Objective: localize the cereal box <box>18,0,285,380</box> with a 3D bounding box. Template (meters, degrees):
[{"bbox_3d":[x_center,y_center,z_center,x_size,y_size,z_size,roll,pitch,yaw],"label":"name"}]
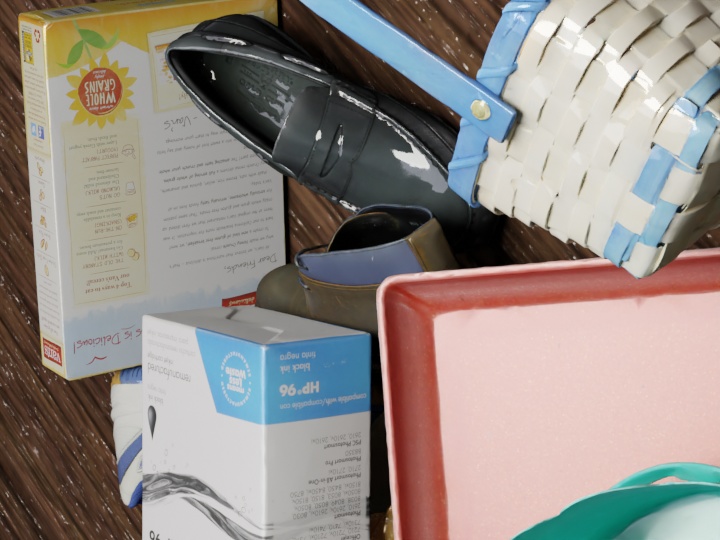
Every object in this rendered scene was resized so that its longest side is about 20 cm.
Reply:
[{"bbox_3d":[-0.111,-0.050,1.253,0.040,0.144,0.200,23,119,54],"label":"cereal box"}]

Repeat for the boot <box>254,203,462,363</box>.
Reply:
[{"bbox_3d":[0.000,0.000,1.158,0.200,0.075,0.097,15,137,50],"label":"boot"}]

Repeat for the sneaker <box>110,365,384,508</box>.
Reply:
[{"bbox_3d":[-0.052,0.096,1.239,0.200,0.075,0.088,-3,84,39],"label":"sneaker"}]

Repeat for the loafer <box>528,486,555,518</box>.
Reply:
[{"bbox_3d":[0.078,0.155,1.135,0.073,0.072,0.200,48,136,31],"label":"loafer"}]

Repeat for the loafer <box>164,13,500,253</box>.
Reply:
[{"bbox_3d":[-0.017,-0.067,1.168,0.200,0.070,0.068,35,119,24],"label":"loafer"}]

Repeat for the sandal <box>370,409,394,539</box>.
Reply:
[{"bbox_3d":[0.005,0.153,1.169,0.080,0.054,0.200,35,120,8],"label":"sandal"}]

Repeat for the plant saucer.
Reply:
[{"bbox_3d":[0.112,0.094,1.022,0.199,0.037,0.200,-5,89,21],"label":"plant saucer"}]

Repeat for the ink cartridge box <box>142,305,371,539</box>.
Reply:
[{"bbox_3d":[-0.054,0.125,1.142,0.116,0.068,0.200,11,103,53],"label":"ink cartridge box"}]

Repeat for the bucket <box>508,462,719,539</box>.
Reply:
[{"bbox_3d":[0.137,0.178,0.919,0.207,0.135,0.207,-1,88,22],"label":"bucket"}]

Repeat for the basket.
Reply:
[{"bbox_3d":[0.090,-0.099,0.952,0.200,0.176,0.139,44,138,20],"label":"basket"}]
